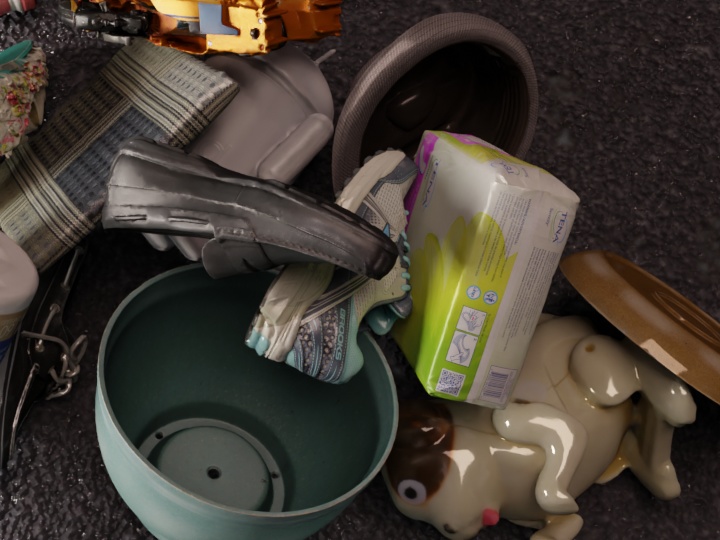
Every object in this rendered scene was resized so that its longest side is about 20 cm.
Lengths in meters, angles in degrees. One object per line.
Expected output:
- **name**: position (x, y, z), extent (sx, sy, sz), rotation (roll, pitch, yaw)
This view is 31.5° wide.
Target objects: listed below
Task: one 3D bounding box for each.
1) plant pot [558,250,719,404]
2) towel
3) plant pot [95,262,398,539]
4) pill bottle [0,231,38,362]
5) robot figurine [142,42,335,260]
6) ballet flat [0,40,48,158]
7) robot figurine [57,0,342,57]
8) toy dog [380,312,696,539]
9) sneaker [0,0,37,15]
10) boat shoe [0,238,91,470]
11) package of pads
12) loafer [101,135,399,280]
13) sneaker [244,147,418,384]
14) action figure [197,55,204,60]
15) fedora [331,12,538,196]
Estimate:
- **plant pot**: position (0.233, 0.043, 0.931), extent (0.200, 0.200, 0.028), rotation (38, 105, 9)
- **towel**: position (-0.187, -0.092, 0.935), extent (0.193, 0.200, 0.035), rotation (-44, 122, -3)
- **plant pot**: position (-0.089, 0.113, 0.869), extent (0.200, 0.134, 0.201), rotation (12, 46, -13)
- **pill bottle**: position (-0.298, 0.064, 0.827), extent (0.111, 0.111, 0.200), rotation (34, 108, 8)
- **robot figurine**: position (-0.097, -0.102, 0.985), extent (0.169, 0.113, 0.200), rotation (17, 60, 38)
- **ballet flat**: position (-0.271, -0.125, 0.964), extent (0.076, 0.200, 0.064), rotation (-24, 108, 6)
- **robot figurine**: position (-0.122, -0.196, 0.936), extent (0.200, 0.058, 0.145), rotation (14, 22, 28)
- **toy dog**: position (0.109, 0.114, 0.911), extent (0.200, 0.140, 0.194), rotation (-24, 59, -16)
- **sneaker**: position (-0.347, -0.288, 1.056), extent (0.087, 0.074, 0.200), rotation (-29, 74, -16)
- **boat shoe**: position (-0.235, 0.058, 0.926), extent (0.068, 0.074, 0.200), rotation (12, 52, -12)
- **package of pads**: position (0.074, -0.011, 0.884), extent (0.068, 0.200, 0.155), rotation (15, 102, -15)
- **loafer**: position (-0.072, -0.025, 0.801), extent (0.200, 0.068, 0.071), rotation (19, 89, 19)
- **sneaker**: position (0.000, 0.000, 0.875), extent (0.086, 0.078, 0.200), rotation (33, 54, -1)
- **action figure**: position (-0.100, -0.261, 1.043), extent (0.200, 0.149, 0.134), rotation (-10, 74, -26)
- **fedora**: position (0.043, -0.114, 1.003), extent (0.200, 0.177, 0.090), rotation (-51, 37, -2)
